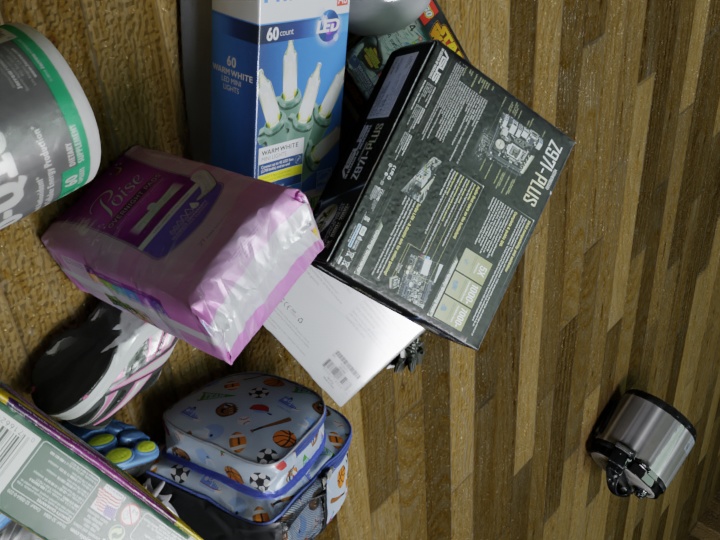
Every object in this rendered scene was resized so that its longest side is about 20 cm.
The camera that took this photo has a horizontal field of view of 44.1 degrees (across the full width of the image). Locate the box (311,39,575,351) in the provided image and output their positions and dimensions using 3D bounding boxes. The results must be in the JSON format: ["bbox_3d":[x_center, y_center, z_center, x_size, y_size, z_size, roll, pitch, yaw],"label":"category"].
[{"bbox_3d":[0.064,-0.063,0.758,0.162,0.086,0.203,28,85,-24],"label":"box"}]

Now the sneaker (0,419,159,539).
[{"bbox_3d":[-0.261,0.191,0.742,0.198,0.070,0.084,-29,136,-33],"label":"sneaker"}]

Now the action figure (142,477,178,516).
[{"bbox_3d":[-0.212,0.253,0.757,0.200,0.070,0.130,-44,179,44],"label":"action figure"}]

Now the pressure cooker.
[{"bbox_3d":[0.567,0.368,1.817,0.175,0.178,0.201,39,79,-11],"label":"pressure cooker"}]

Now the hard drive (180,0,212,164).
[{"bbox_3d":[-0.089,-0.169,0.767,0.134,0.042,0.203,-28,131,-40],"label":"hard drive"}]

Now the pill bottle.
[{"bbox_3d":[-0.269,-0.063,0.536,0.199,0.112,0.115,-36,136,-34],"label":"pill bottle"}]

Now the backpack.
[{"bbox_3d":[-0.101,0.186,0.858,0.190,0.197,0.157,-25,131,-59],"label":"backpack"}]

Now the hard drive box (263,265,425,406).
[{"bbox_3d":[0.000,0.000,0.849,0.199,0.077,0.156,-41,111,0],"label":"hard drive box"}]

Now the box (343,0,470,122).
[{"bbox_3d":[0.064,-0.166,0.904,0.137,0.040,0.201,-47,116,-25],"label":"box"}]

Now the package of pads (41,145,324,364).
[{"bbox_3d":[-0.133,-0.020,0.664,0.121,0.198,0.076,-50,137,-24],"label":"package of pads"}]

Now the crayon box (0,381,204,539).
[{"bbox_3d":[-0.221,0.133,0.609,0.200,0.171,0.059,46,70,-27],"label":"crayon box"}]

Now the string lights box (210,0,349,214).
[{"bbox_3d":[-0.067,-0.141,0.723,0.102,0.058,0.203,-23,128,-43],"label":"string lights box"}]

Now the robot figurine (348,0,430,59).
[{"bbox_3d":[0.008,-0.290,0.757,0.171,0.111,0.203,-75,164,-56],"label":"robot figurine"}]

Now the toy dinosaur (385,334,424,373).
[{"bbox_3d":[0.033,0.037,1.014,0.197,0.102,0.139,-7,100,-27],"label":"toy dinosaur"}]

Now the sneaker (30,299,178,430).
[{"bbox_3d":[-0.188,0.050,0.758,0.200,0.080,0.087,-44,152,-15],"label":"sneaker"}]
